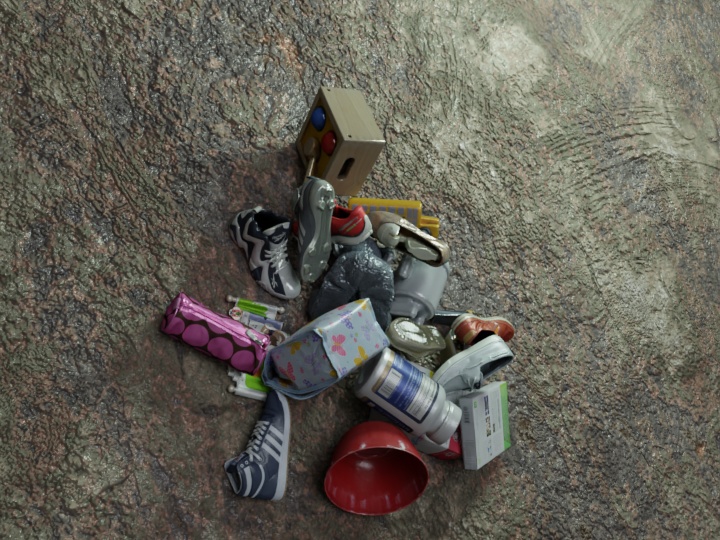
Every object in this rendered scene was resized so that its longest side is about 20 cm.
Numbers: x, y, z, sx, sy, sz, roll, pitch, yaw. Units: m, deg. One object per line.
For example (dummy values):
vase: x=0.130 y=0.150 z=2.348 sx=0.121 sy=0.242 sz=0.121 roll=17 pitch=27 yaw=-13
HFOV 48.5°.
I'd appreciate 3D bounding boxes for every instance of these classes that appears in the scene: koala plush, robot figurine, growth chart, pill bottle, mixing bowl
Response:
koala plush: x=0.000 y=0.000 z=1.638 sx=0.174 sy=0.186 sz=0.202 roll=15 pitch=37 yaw=-4
robot figurine: x=0.126 y=0.027 z=1.728 sx=0.202 sy=0.111 sz=0.171 roll=-66 pitch=148 yaw=-30
growth chart: x=-0.195 y=0.154 z=1.545 sx=0.142 sy=0.018 sz=0.204 roll=8 pitch=71 yaw=-30
pill bottle: x=0.093 y=0.245 z=1.535 sx=0.199 sy=0.111 sz=0.112 roll=36 pitch=58 yaw=-8
mixing bowl: x=0.026 y=0.362 z=1.528 sx=0.198 sy=0.201 sz=0.109 roll=25 pitch=31 yaw=-22

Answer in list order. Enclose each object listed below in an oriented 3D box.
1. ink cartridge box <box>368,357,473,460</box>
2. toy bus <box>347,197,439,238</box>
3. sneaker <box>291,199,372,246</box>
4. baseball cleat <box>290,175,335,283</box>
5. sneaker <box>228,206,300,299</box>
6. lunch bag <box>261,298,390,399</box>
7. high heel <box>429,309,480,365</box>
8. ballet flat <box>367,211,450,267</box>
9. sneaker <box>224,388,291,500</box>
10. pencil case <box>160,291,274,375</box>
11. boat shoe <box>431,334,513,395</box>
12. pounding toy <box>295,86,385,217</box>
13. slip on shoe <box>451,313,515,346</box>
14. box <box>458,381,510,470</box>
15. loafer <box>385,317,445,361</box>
ink cartridge box: x=0.130 y=0.289 z=1.660 sx=0.198 sy=0.085 sz=0.150 roll=26 pitch=62 yaw=-24
toy bus: x=0.070 y=-0.110 z=1.713 sx=0.196 sy=0.065 sz=0.080 roll=3 pitch=101 yaw=2
sneaker: x=-0.061 y=-0.102 z=1.608 sx=0.077 sy=0.197 sz=0.086 roll=-42 pitch=122 yaw=-45
baseball cleat: x=-0.099 y=-0.082 z=1.567 sx=0.069 sy=0.106 sz=0.204 roll=2 pitch=108 yaw=-41
sneaker: x=-0.166 y=-0.041 z=1.559 sx=0.079 sy=0.129 sz=0.201 roll=-31 pitch=91 yaw=-34
lunch bag: x=-0.071 y=0.154 z=1.497 sx=0.169 sy=0.198 sz=0.129 roll=-28 pitch=93 yaw=-49
high heel: x=0.239 y=0.165 z=1.749 sx=0.140 sy=0.072 sz=0.202 roll=7 pitch=45 yaw=-24
ballet flat: x=0.093 y=-0.063 z=1.640 sx=0.197 sy=0.069 sz=0.067 roll=22 pitch=28 yaw=6
sneaker: x=-0.188 y=0.315 z=1.460 sx=0.107 sy=0.070 sz=0.204 roll=9 pitch=74 yaw=-31
pencil case: x=-0.261 y=0.112 z=1.457 sx=0.197 sy=0.094 sz=0.092 roll=26 pitch=66 yaw=-12
boat shoe: x=0.226 y=0.206 z=1.622 sx=0.199 sy=0.071 sz=0.072 roll=-30 pitch=49 yaw=-18
pounding toy: x=-0.067 y=-0.242 z=1.665 sx=0.140 sy=0.201 sz=0.186 roll=-1 pitch=52 yaw=-32
slip on shoe: x=0.270 y=0.138 z=1.706 sx=0.198 sy=0.074 sz=0.062 roll=12 pitch=35 yaw=-48
box: x=0.266 y=0.324 z=1.695 sx=0.199 sy=0.036 sz=0.147 roll=-5 pitch=92 yaw=-58
loafer: x=0.107 y=0.149 z=1.632 sx=0.199 sy=0.068 sz=0.076 roll=19 pitch=35 yaw=-54
